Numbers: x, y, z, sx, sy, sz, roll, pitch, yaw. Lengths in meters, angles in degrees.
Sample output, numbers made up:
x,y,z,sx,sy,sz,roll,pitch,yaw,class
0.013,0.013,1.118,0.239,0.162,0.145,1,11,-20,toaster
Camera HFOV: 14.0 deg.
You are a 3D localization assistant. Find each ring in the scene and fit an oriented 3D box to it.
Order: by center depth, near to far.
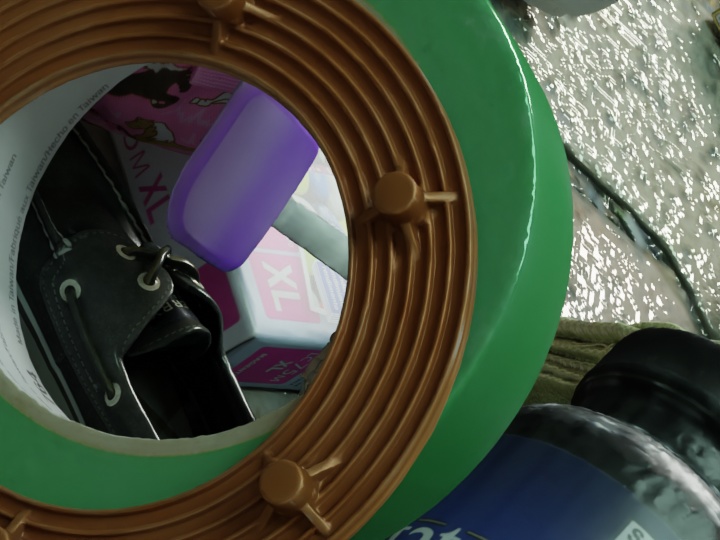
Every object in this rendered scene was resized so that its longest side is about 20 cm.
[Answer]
x,y,z,sx,sy,sz,roll,pitch,yaw,class
-0.066,0.001,0.794,0.019,0.200,0.201,46,24,-64,ring

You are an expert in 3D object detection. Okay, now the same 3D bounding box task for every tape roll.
x,y,z,sx,sy,sz,roll,pitch,yaw,class
-0.042,-0.013,0.828,0.048,0.200,0.201,47,24,-64,tape roll

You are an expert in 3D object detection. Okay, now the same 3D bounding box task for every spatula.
x,y,z,sx,sy,sz,roll,pitch,yaw,class
0.000,0.000,0.950,0.021,0.057,0.200,31,-5,43,spatula

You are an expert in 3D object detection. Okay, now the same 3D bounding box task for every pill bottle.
x,y,z,sx,sy,sz,roll,pitch,yaw,class
0.049,0.111,0.854,0.200,0.112,0.112,-44,101,-29,pill bottle

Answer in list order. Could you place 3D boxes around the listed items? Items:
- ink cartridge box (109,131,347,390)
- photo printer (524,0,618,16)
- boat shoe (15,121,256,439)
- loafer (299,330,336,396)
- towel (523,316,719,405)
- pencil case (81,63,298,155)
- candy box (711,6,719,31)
x,y,z,sx,sy,sz,roll,pitch,yaw,class
0.000,-0.015,1.039,0.200,0.042,0.119,9,55,-51,ink cartridge box
0.049,-0.224,1.255,0.166,0.069,0.200,31,40,-34,photo printer
-0.067,0.024,0.895,0.069,0.057,0.200,-3,65,-54,boat shoe
0.006,0.048,0.925,0.063,0.072,0.200,51,-1,20,loafer
0.128,0.097,0.984,0.036,0.148,0.200,-42,121,-26,towel
-0.042,-0.137,0.954,0.083,0.086,0.200,76,22,-64,pencil case
0.256,-0.050,1.391,0.115,0.055,0.200,-7,68,-55,candy box
